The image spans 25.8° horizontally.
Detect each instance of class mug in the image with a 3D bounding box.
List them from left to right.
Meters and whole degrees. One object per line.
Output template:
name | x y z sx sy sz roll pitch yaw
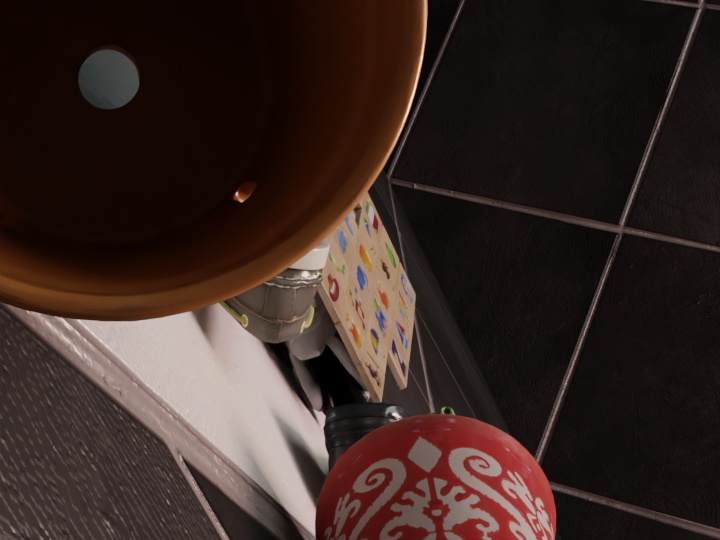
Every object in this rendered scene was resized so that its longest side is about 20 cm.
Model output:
mug | 0.054 0.192 0.778 0.178 0.133 0.200 58 9 -18

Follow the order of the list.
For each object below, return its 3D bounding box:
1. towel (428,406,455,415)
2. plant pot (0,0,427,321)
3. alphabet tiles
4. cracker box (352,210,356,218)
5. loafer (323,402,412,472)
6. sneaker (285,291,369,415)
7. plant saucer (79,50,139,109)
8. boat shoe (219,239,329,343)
towel | 0.072 0.211 1.141 0.200 0.030 0.151 -112 -159 -63
plant pot | -0.088 -0.080 0.544 0.202 0.199 0.140 62 -11 -1
alphabet tiles | 0.000 0.000 1.110 0.201 0.007 0.168 -79 147 -61
cracker box | -0.039 -0.050 1.459 0.201 0.057 0.134 59 5 -38
loafer | 0.018 0.150 1.023 0.200 0.072 0.073 53 34 -61
sneaker | -0.018 0.058 1.124 0.200 0.074 0.117 31 38 -67
plant saucer | -0.087 -0.108 0.689 0.028 0.199 0.201 -56 128 -36
boat shoe | -0.067 -0.007 0.963 0.202 0.071 0.061 -140 -120 -72
